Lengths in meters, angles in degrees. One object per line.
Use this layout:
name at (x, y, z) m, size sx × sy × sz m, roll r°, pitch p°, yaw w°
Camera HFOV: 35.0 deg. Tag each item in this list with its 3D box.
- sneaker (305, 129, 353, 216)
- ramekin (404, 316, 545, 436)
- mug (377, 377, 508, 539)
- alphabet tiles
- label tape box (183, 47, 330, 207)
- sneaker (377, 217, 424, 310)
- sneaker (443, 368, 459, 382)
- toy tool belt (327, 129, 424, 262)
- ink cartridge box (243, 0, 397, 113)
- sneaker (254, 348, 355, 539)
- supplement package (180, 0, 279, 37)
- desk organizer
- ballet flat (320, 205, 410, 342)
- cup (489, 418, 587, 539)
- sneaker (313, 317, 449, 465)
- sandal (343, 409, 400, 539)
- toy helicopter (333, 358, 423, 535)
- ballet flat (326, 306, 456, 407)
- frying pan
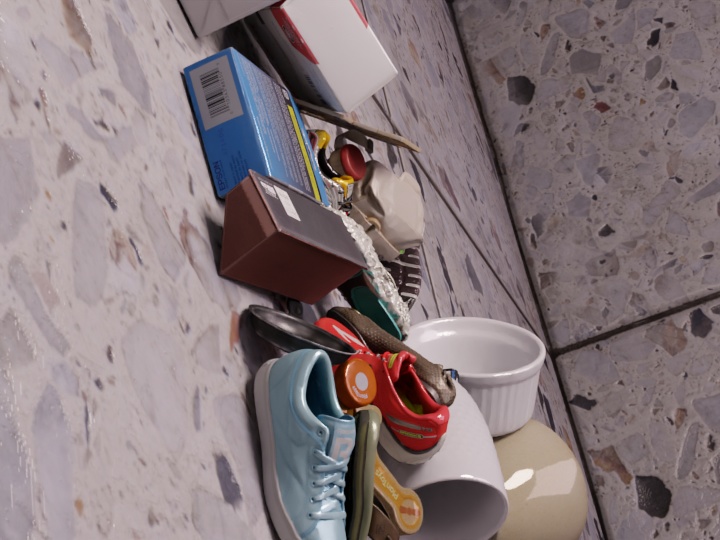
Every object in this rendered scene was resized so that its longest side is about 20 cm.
sneaker at (-0.041, -0.071, 1.349) m, size 0.078 × 0.081 × 0.203 m, roll -49°, pitch 119°, yaw -75°
ramekin at (0.147, 0.144, 1.534) m, size 0.201 × 0.197 × 0.099 m, roll -67°, pitch 159°, yaw -70°
mug at (0.078, 0.227, 1.313) m, size 0.177 × 0.145 × 0.202 m, roll -100°, pitch -169°, yaw -45°
alphabet tiles at (-0.025, -0.185, 1.409) m, size 0.008 × 0.197 × 0.167 m, roll -70°, pitch 164°, yaw 3°
label tape box at (-0.107, -0.137, 1.231) m, size 0.200 × 0.065 × 0.145 m, roll 25°, pitch 46°, yaw -73°
sneaker at (0.046, 0.018, 1.587) m, size 0.116 × 0.074 × 0.202 m, roll 102°, pitch 4°, yaw -55°
sneaker at (0.060, 0.127, 1.398) m, size 0.074 × 0.110 × 0.201 m, roll -92°, pitch 157°, yaw -54°
toy tool belt at (-0.011, -0.085, 1.469) m, size 0.199 × 0.121 × 0.127 m, roll 35°, pitch 47°, yaw -47°
ink cartridge box at (-0.054, -0.275, 1.377) m, size 0.148 × 0.082 × 0.200 m, roll 56°, pitch -10°, yaw -20°
sneaker at (-0.039, 0.165, 1.000) m, size 0.073 × 0.081 × 0.203 m, roll 2°, pitch 67°, yaw -49°
supplement package at (-0.139, -0.363, 1.299) m, size 0.201 × 0.118 × 0.123 m, roll -77°, pitch 143°, yaw -66°
desk organizer at (-0.077, -0.027, 1.155) m, size 0.072 × 0.077 × 0.199 m, roll 61°, pitch 16°, yaw 22°
ballet flat at (0.000, 0.000, 1.320) m, size 0.202 × 0.071 × 0.072 m, roll 61°, pitch 17°, yaw -24°
cup at (0.179, 0.307, 1.502) m, size 0.142 × 0.199 × 0.203 m, roll -12°, pitch 80°, yaw -50°
sneaker at (0.024, 0.110, 1.212) m, size 0.200 × 0.086 × 0.076 m, roll 44°, pitch 36°, yaw 23°
sandal at (0.010, 0.229, 1.042) m, size 0.080 × 0.056 × 0.205 m, roll -130°, pitch -135°, yaw -73°
toy helicopter at (-0.003, 0.195, 1.127) m, size 0.201 × 0.078 × 0.133 m, roll 52°, pitch 43°, yaw -21°
ballet flat at (0.035, 0.094, 1.280) m, size 0.199 × 0.046 × 0.068 m, roll 33°, pitch -35°, yaw 40°
frying pan at (-0.076, 0.052, 1.131) m, size 0.114 × 0.031 × 0.189 m, roll 21°, pitch 5°, yaw -33°
